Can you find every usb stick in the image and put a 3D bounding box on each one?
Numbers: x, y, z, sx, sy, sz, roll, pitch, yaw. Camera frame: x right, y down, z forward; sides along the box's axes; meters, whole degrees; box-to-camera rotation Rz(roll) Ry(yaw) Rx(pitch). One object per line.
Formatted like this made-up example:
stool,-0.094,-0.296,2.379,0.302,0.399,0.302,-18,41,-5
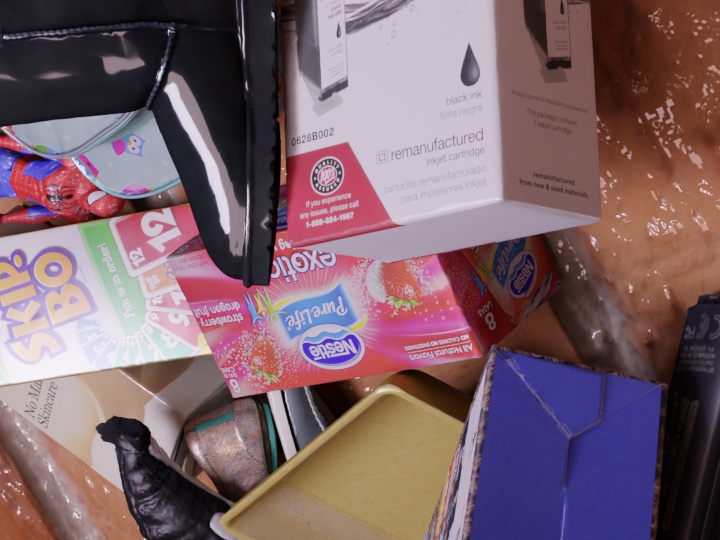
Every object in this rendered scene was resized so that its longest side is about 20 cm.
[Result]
usb stick,0.173,0.111,1.130,0.033,0.200,0.055,18,172,-26

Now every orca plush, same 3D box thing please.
orca plush,-0.093,0.176,1.329,0.105,0.071,0.200,-12,126,27

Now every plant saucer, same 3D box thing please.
plant saucer,0.048,0.136,1.276,0.200,0.048,0.200,29,137,-19

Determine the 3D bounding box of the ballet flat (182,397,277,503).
ballet flat,-0.084,0.161,1.403,0.068,0.067,0.200,-112,13,-50

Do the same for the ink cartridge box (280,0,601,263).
ink cartridge box,0.036,-0.115,1.070,0.147,0.083,0.200,-12,77,41

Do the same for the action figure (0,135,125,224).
action figure,-0.236,-0.064,1.409,0.200,0.052,0.065,13,121,28

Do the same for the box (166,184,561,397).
box,0.000,0.000,1.231,0.200,0.095,0.100,-11,110,41

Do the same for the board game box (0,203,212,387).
board game box,-0.176,0.018,1.356,0.200,0.030,0.096,-9,87,20

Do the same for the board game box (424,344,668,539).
board game box,0.087,0.167,1.140,0.097,0.160,0.200,13,141,-1

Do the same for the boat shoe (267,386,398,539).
boat shoe,-0.013,0.126,1.364,0.062,0.073,0.200,-19,101,-1

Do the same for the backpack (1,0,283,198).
backpack,-0.133,-0.142,1.207,0.176,0.153,0.200,-32,103,40

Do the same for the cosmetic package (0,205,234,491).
cosmetic package,-0.184,0.058,1.428,0.200,0.071,0.105,33,132,16

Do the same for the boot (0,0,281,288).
boot,-0.122,-0.089,1.092,0.162,0.073,0.198,-1,98,-1
